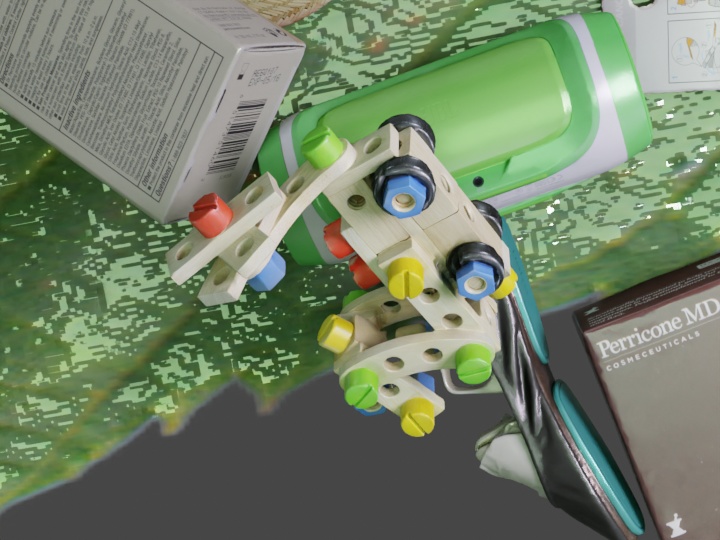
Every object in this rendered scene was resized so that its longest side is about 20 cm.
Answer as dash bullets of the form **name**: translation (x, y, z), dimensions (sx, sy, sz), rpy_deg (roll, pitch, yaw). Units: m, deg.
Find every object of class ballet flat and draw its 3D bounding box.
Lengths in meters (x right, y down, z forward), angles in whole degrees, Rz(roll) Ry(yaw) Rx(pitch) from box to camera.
- **ballet flat**: translation (0.087, 0.067, 0.792), dimensions (0.068, 0.068, 0.202), rpy_deg (-26, 85, 17)

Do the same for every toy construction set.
- **toy construction set**: translation (0.000, 0.000, 0.700), dimensions (0.130, 0.093, 0.200), rpy_deg (-27, 140, 23)

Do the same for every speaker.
- **speaker**: translation (0.049, -0.069, 0.760), dimensions (0.198, 0.088, 0.089), rpy_deg (-19, 96, 7)

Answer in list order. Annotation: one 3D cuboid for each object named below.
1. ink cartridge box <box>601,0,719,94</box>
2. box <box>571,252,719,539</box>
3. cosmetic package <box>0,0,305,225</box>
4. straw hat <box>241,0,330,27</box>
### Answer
- **ink cartridge box**: translation (0.230, -0.177, 0.764), dimensions (0.198, 0.050, 0.163), rpy_deg (0, 98, 22)
- **box**: translation (0.198, 0.101, 0.782), dimensions (0.099, 0.075, 0.202), rpy_deg (-22, 94, 7)
- **cosmetic package**: translation (-0.139, -0.122, 0.737), dimensions (0.199, 0.073, 0.104), rpy_deg (36, 112, 17)
- **straw hat**: translation (-0.072, -0.226, 0.747), dimensions (0.199, 0.085, 0.204), rpy_deg (0, 98, 3)
